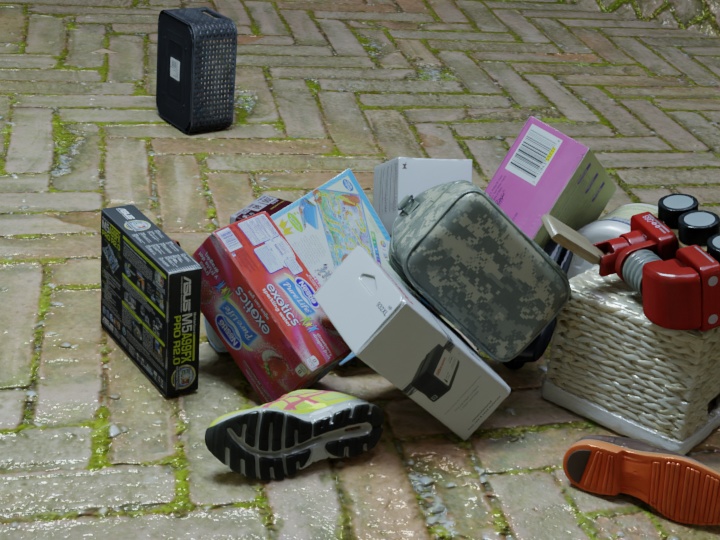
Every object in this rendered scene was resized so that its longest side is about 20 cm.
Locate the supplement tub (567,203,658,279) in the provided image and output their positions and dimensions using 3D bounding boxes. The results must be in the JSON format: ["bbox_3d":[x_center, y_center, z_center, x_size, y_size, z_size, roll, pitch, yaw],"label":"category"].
[{"bbox_3d":[0.369,-0.012,1.722,0.144,0.147,0.199,19,21,26],"label":"supplement tub"}]

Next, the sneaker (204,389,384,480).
[{"bbox_3d":[-0.079,0.170,1.355,0.198,0.079,0.090,-1,17,-28],"label":"sneaker"}]

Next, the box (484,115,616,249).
[{"bbox_3d":[0.245,-0.086,1.698,0.096,0.177,0.200,33,2,25],"label":"box"}]

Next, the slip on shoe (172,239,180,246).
[{"bbox_3d":[-0.253,0.003,1.665,0.060,0.075,0.200,1,21,-17],"label":"slip on shoe"}]

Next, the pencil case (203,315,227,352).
[{"bbox_3d":[-0.100,0.049,1.583,0.198,0.083,0.091,-8,58,-27],"label":"pencil case"}]

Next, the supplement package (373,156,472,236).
[{"bbox_3d":[0.087,-0.103,1.827,0.112,0.111,0.200,1,1,-8],"label":"supplement package"}]

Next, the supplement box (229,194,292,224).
[{"bbox_3d":[-0.080,-0.046,1.812,0.198,0.062,0.109,16,26,19],"label":"supplement box"}]

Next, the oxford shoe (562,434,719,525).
[{"bbox_3d":[0.321,0.213,1.341,0.198,0.072,0.073,16,22,22],"label":"oxford shoe"}]

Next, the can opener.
[{"bbox_3d":[0.230,0.041,1.604,0.078,0.064,0.201,9,54,29],"label":"can opener"}]

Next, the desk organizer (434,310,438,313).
[{"bbox_3d":[0.077,0.015,1.706,0.198,0.073,0.077,-12,28,-34],"label":"desk organizer"}]

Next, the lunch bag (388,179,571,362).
[{"bbox_3d":[0.133,-0.006,1.475,0.200,0.140,0.168,42,5,-15],"label":"lunch bag"}]

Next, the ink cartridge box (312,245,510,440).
[{"bbox_3d":[0.057,0.082,1.418,0.200,0.084,0.145,40,6,-34],"label":"ink cartridge box"}]

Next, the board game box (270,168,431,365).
[{"bbox_3d":[-0.019,-0.004,1.542,0.134,0.201,0.034,-30,-2,-4],"label":"board game box"}]

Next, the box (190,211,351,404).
[{"bbox_3d":[-0.109,0.045,1.462,0.201,0.095,0.099,54,39,8],"label":"box"}]

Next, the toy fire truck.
[{"bbox_3d":[0.313,-0.010,1.397,0.198,0.130,0.176,-14,29,-10],"label":"toy fire truck"}]

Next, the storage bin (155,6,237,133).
[{"bbox_3d":[-0.299,-0.365,2.272,0.093,0.202,0.135,-13,31,-34],"label":"storage bin"}]

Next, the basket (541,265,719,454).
[{"bbox_3d":[0.351,0.087,1.508,0.199,0.163,0.197,21,30,33],"label":"basket"}]

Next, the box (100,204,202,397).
[{"bbox_3d":[-0.252,0.033,1.492,0.044,0.162,0.200,-10,28,-32],"label":"box"}]
